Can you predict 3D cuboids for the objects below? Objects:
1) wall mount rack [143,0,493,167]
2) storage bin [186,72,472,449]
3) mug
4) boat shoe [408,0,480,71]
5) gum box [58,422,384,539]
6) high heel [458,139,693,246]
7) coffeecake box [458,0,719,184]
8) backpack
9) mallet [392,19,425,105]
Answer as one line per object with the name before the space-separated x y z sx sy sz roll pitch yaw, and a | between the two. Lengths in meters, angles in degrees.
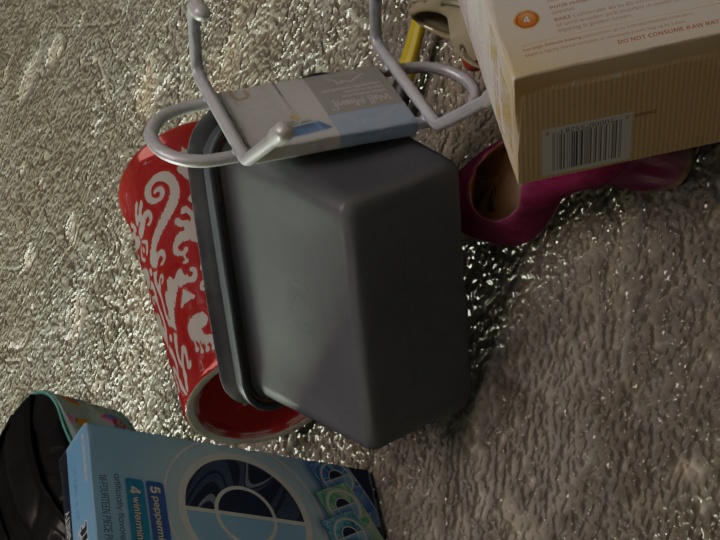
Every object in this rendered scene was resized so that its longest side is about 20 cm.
wall mount rack | -0.014 -0.097 0.786 0.174 0.198 0.075 -123 27 -48
storage bin | 0.000 0.000 0.871 0.134 0.144 0.202 28 131 48
mug | -0.083 -0.004 1.026 0.178 0.132 0.201 -56 38 38
boat shoe | 0.081 -0.144 0.862 0.063 0.071 0.200 -48 30 9
gum box | -0.071 0.184 0.855 0.045 0.198 0.171 -50 38 36
high heel | 0.082 -0.057 0.806 0.199 0.095 0.068 -1 77 59
coffeecake box | 0.124 -0.153 0.713 0.073 0.151 0.202 79 179 -52
backpack | -0.218 0.198 1.139 0.200 0.152 0.177 47 116 44
mallet | 0.035 -0.134 0.980 0.066 0.041 0.203 17 96 63
